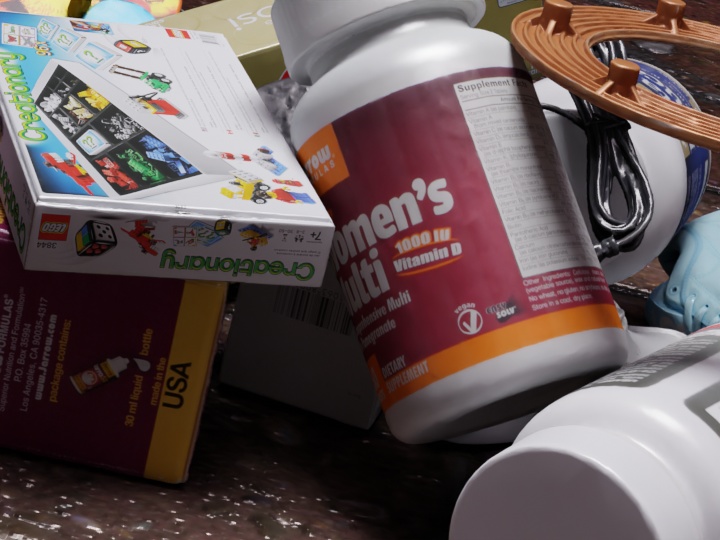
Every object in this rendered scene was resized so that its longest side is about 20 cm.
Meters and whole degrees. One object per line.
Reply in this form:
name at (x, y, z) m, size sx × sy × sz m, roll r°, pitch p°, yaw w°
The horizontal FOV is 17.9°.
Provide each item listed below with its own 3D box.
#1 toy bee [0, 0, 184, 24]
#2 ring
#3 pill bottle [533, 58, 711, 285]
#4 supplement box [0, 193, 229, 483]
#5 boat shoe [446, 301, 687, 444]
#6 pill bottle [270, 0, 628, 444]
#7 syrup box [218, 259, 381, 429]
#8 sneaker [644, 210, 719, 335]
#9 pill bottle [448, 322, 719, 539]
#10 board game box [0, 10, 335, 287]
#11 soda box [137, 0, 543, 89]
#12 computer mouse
toy bee at (-0.142, -0.133, 1.245) m, size 0.200 × 0.131 × 0.109 m, roll -1°, pitch 62°, yaw -45°
ring at (0.162, -0.083, 0.981) m, size 0.200 × 0.019 × 0.200 m, roll 12°, pitch 20°, yaw -5°
pill bottle at (0.120, -0.051, 1.201) m, size 0.111 × 0.111 × 0.200 m, roll 17°, pitch 13°, yaw 11°
supplement box at (-0.158, 0.005, 1.008) m, size 0.199 × 0.103 × 0.131 m, roll 13°, pitch 22°, yaw -3°
boat shoe at (0.106, 0.041, 1.130) m, size 0.200 × 0.066 × 0.074 m, roll -7°, pitch 27°, yaw -44°
pill bottle at (0.034, -0.035, 0.989) m, size 0.109 × 0.200 × 0.110 m, roll -19°, pitch -12°, yaw -4°
syrup box at (0.000, 0.000, 1.153) m, size 0.079 × 0.082 × 0.200 m, roll 17°, pitch 22°, yaw 9°
sneaker at (0.198, 0.033, 1.236) m, size 0.082 × 0.074 × 0.200 m, roll -17°, pitch 24°, yaw 10°
pill bottle at (0.125, 0.094, 0.934) m, size 0.114 × 0.114 × 0.200 m, roll 24°, pitch 23°, yaw 27°
board game box at (-0.098, -0.057, 0.998) m, size 0.126 × 0.035 × 0.200 m, roll 4°, pitch 27°, yaw -20°
soda box at (-0.008, -0.112, 1.170) m, size 0.200 × 0.064 × 0.068 m, roll -17°, pitch 33°, yaw -17°
computer mouse at (0.039, -0.038, 1.079) m, size 0.199 × 0.046 × 0.141 m, roll -13°, pitch 62°, yaw -2°
